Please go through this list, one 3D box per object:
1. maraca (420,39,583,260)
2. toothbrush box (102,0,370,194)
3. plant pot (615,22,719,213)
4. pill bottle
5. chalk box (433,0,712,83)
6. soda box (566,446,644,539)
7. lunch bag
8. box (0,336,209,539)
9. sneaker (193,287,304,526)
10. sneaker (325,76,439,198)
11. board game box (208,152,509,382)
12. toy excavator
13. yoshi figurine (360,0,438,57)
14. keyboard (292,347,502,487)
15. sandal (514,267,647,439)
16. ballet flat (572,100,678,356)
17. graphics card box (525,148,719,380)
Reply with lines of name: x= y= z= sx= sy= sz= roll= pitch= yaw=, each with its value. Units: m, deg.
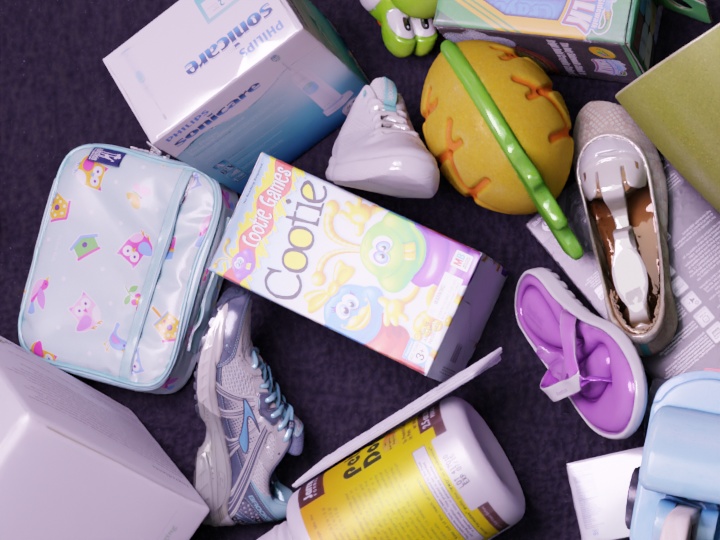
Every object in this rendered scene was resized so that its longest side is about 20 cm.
maraca: x=0.111 y=-0.092 z=1.299 sx=0.106 sy=0.137 sz=0.201 roll=-34 pitch=54 yaw=7
toothbrush box: x=-0.089 y=-0.151 z=1.374 sx=0.146 sy=0.200 sz=0.086 roll=-36 pitch=73 yaw=10
plant pot: x=0.315 y=-0.092 z=1.265 sx=0.186 sy=0.187 sz=0.201 roll=-32 pitch=89 yaw=10
pill bottle: x=0.019 y=0.190 z=1.335 sx=0.199 sy=0.109 sz=0.110 roll=-33 pitch=74 yaw=10
chalk box: x=0.173 y=-0.222 z=1.343 sx=0.198 sy=0.125 sz=0.126 roll=8 pitch=84 yaw=17
soda box: x=0.258 y=0.153 z=1.288 sx=0.198 sy=0.068 sz=0.064 roll=-14 pitch=78 yaw=15
lunch bag: x=-0.189 y=-0.005 z=1.447 sx=0.159 sy=0.077 sz=0.202 roll=14 pitch=86 yaw=19
box: x=-0.269 y=0.187 z=1.355 sx=0.200 sy=0.199 sz=0.171 roll=-54 pitch=39 yaw=3
sneaker: x=-0.084 y=0.109 z=1.385 sx=0.085 sy=0.078 sz=0.202 roll=4 pitch=111 yaw=7
sneaker: x=0.016 y=-0.104 z=1.337 sx=0.074 sy=0.200 sz=0.090 roll=12 pitch=93 yaw=-15
board game box: x=0.000 y=0.000 z=1.373 sx=0.198 sy=0.105 sz=0.104 roll=25 pitch=89 yaw=18
toy excavator: x=0.216 y=0.161 z=1.157 sx=0.099 sy=0.200 sz=0.197 roll=10 pitch=85 yaw=19
yoshi figurine: x=0.031 y=-0.277 z=1.407 sx=0.111 sy=0.112 sz=0.202 roll=-18 pitch=80 yaw=7
keyboard: x=0.027 y=0.114 z=1.336 sx=0.199 sy=0.056 sz=0.011 roll=-36 pitch=83 yaw=33
sandal: x=0.150 y=0.065 z=1.289 sx=0.049 sy=0.203 sz=0.083 roll=-4 pitch=113 yaw=-18
ballet flat: x=0.197 y=-0.038 z=1.286 sx=0.067 sy=0.062 sz=0.202 roll=-15 pitch=76 yaw=15
graphics card box: x=0.234 y=0.001 z=1.328 sx=0.125 sy=0.051 sz=0.200 roll=-42 pitch=73 yaw=8
